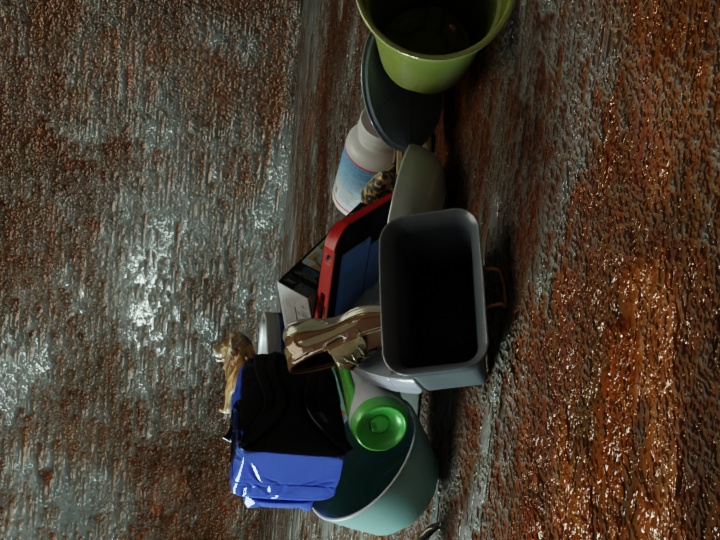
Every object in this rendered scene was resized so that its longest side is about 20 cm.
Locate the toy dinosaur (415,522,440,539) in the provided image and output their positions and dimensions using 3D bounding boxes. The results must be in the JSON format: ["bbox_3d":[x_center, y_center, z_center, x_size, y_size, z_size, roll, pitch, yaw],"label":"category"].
[{"bbox_3d":[0.046,0.435,1.409,0.105,0.199,0.182,56,176,47],"label":"toy dinosaur"}]

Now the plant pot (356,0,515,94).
[{"bbox_3d":[0.091,-0.324,1.352,0.184,0.198,0.203,90,180,-75],"label":"plant pot"}]

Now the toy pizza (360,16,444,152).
[{"bbox_3d":[0.056,-0.272,1.504,0.031,0.199,0.203,3,89,38],"label":"toy pizza"}]

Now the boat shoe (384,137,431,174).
[{"bbox_3d":[0.064,-0.146,1.680,0.201,0.064,0.073,104,165,-45],"label":"boat shoe"}]

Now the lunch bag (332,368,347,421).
[{"bbox_3d":[-0.044,0.180,1.671,0.160,0.076,0.203,-157,70,-80],"label":"lunch bag"}]

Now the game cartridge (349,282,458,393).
[{"bbox_3d":[0.045,0.092,1.412,0.199,0.133,0.041,21,152,51],"label":"game cartridge"}]

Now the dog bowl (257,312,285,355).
[{"bbox_3d":[-0.120,0.168,1.661,0.200,0.078,0.203,-177,90,-81],"label":"dog bowl"}]

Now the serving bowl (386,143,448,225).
[{"bbox_3d":[0.085,-0.075,1.484,0.200,0.065,0.203,11,-90,-81],"label":"serving bowl"}]

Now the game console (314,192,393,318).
[{"bbox_3d":[0.000,0.000,1.501,0.176,0.031,0.202,-29,-42,-47],"label":"game console"}]

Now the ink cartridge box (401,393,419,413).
[{"bbox_3d":[0.035,0.159,1.684,0.200,0.082,0.149,-145,58,-76],"label":"ink cartridge box"}]

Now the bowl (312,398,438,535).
[{"bbox_3d":[0.033,0.292,1.478,0.200,0.105,0.202,-35,27,21],"label":"bowl"}]

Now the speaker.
[{"bbox_3d":[0.012,0.166,1.474,0.200,0.087,0.089,-110,26,-63],"label":"speaker"}]

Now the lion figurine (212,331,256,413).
[{"bbox_3d":[-0.179,0.178,1.619,0.200,0.072,0.124,-145,65,-62],"label":"lion figurine"}]

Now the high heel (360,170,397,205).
[{"bbox_3d":[0.057,-0.062,1.598,0.200,0.071,0.144,88,159,-69],"label":"high heel"}]

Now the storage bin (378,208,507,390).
[{"bbox_3d":[0.109,0.046,1.270,0.134,0.144,0.202,55,-151,-62],"label":"storage bin"}]

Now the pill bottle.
[{"bbox_3d":[0.020,-0.186,1.808,0.201,0.107,0.110,108,162,-52],"label":"pill bottle"}]

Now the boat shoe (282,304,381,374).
[{"bbox_3d":[-0.013,0.097,1.376,0.076,0.198,0.073,39,-135,-49],"label":"boat shoe"}]

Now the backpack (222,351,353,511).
[{"bbox_3d":[-0.114,0.223,1.471,0.201,0.161,0.169,-99,24,-48],"label":"backpack"}]

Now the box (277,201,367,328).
[{"bbox_3d":[-0.032,0.007,1.548,0.200,0.060,0.117,-45,-32,-31],"label":"box"}]
